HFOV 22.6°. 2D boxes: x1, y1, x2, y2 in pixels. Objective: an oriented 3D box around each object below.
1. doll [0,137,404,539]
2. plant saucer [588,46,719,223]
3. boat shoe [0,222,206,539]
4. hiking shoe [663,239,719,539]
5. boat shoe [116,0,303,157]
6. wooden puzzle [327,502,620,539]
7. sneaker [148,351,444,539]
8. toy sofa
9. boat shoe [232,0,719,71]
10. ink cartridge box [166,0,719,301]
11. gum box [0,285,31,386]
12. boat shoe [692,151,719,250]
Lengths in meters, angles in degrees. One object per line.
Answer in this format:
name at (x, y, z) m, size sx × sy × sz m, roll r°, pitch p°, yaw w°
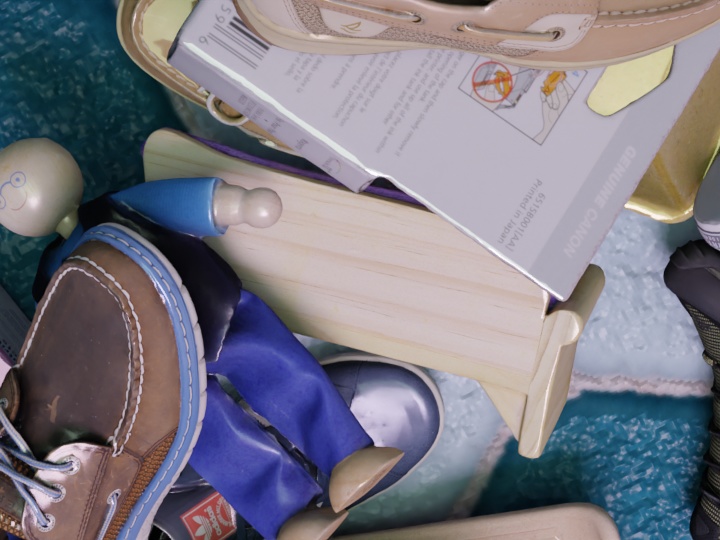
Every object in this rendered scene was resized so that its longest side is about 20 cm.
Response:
doll at (-0.071, 0.020, 0.715) m, size 0.200 × 0.048 × 0.137 m, roll 44°, pitch 119°, yaw 9°
plant saucer at (0.081, -0.146, 0.765) m, size 0.199 × 0.048 × 0.201 m, roll 19°, pitch 103°, yaw -3°
boat shoe at (-0.113, 0.075, 0.689) m, size 0.072 × 0.072 × 0.201 m, roll 31°, pitch 128°, yaw 23°
hiking shoe at (0.181, 0.082, 0.797) m, size 0.100 × 0.076 × 0.200 m, roll -36°, pitch 100°, yaw 5°
boat shoe at (-0.004, -0.074, 0.725) m, size 0.200 × 0.063 × 0.073 m, roll 25°, pitch 102°, yaw -4°
wooden puzzle at (0.039, 0.203, 0.837) m, size 0.199 × 0.037 × 0.186 m, roll -9°, pitch 102°, yaw 18°
sneaker at (-0.055, 0.099, 0.802) m, size 0.199 × 0.085 × 0.075 m, roll -23°, pitch 101°, yaw 6°
toy sofa at (0.000, 0.000, 0.761) m, size 0.199 × 0.083 × 0.098 m, roll 13°, pitch 105°, yaw 12°
boat shoe at (0.055, -0.109, 0.637) m, size 0.199 × 0.065 × 0.072 m, roll -7°, pitch 85°, yaw -11°
ink cartridge box at (0.052, -0.115, 0.692) m, size 0.173 × 0.044 × 0.200 m, roll 34°, pitch 79°, yaw -7°
gum box at (-0.214, 0.039, 0.794) m, size 0.113 × 0.066 × 0.200 m, roll -39°, pitch 94°, yaw 8°
boat shoe at (0.219, -0.075, 0.753) m, size 0.066 × 0.070 × 0.200 m, roll 42°, pitch 76°, yaw -23°
